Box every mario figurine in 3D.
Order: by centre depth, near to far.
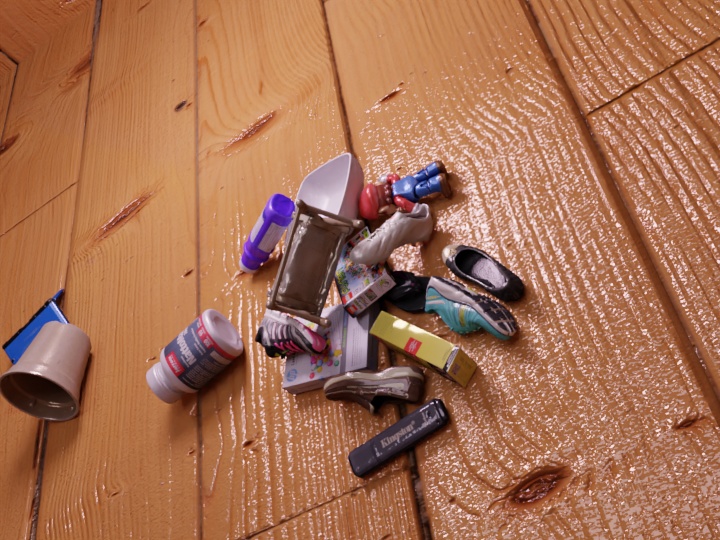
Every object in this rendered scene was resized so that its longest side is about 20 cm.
[{"bbox_3d":[0.091,-0.151,1.642,0.197,0.108,0.124,-18,15,15],"label":"mario figurine"}]

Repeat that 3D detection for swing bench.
[{"bbox_3d":[-0.094,-0.010,1.491,0.200,0.127,0.203,173,114,-81],"label":"swing bench"}]

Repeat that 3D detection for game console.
[{"bbox_3d":[-0.878,0.172,2.220,0.200,0.118,0.171,-43,75,7],"label":"game console"}]

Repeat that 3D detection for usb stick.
[{"bbox_3d":[0.064,0.289,1.377,0.198,0.033,0.056,-35,45,14],"label":"usb stick"}]

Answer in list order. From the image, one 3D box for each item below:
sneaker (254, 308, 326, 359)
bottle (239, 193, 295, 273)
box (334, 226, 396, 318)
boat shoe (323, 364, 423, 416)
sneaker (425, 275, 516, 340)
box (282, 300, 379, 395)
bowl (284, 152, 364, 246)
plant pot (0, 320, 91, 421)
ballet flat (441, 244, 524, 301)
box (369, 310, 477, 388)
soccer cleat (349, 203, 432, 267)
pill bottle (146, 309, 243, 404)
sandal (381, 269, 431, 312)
[{"bbox_3d":[-0.142,0.139,1.559,0.199,0.074,0.088,21,76,49],"label":"sneaker"},{"bbox_3d":[-0.211,-0.075,1.771,0.201,0.064,0.084,-55,14,36],"label":"bottle"},{"bbox_3d":[0.000,0.000,1.584,0.109,0.035,0.201,-38,29,10],"label":"box"},{"bbox_3d":[0.018,0.221,1.432,0.199,0.074,0.076,-15,59,30],"label":"boat shoe"},{"bbox_3d":[0.191,0.078,1.405,0.199,0.077,0.081,30,108,44],"label":"sneaker"},{"bbox_3d":[-0.057,0.146,1.565,0.197,0.041,0.158,-18,51,30],"label":"box"},{"bbox_3d":[-0.066,-0.134,1.714,0.199,0.074,0.203,-22,47,48],"label":"bowl"},{"bbox_3d":[-0.757,0.237,1.974,0.198,0.201,0.186,-18,40,28],"label":"plant pot"},{"bbox_3d":[0.216,-0.006,1.437,0.067,0.057,0.199,-52,44,-5],"label":"ballet flat"},{"bbox_3d":[0.109,0.137,1.415,0.198,0.075,0.051,24,78,44],"label":"box"},{"bbox_3d":[0.057,-0.069,1.528,0.198,0.079,0.069,-24,36,-32],"label":"soccer cleat"},{"bbox_3d":[-0.360,0.190,1.721,0.199,0.119,0.120,-41,44,9],"label":"pill bottle"},{"bbox_3d":[0.068,0.030,1.537,0.198,0.048,0.076,14,70,43],"label":"sandal"}]
